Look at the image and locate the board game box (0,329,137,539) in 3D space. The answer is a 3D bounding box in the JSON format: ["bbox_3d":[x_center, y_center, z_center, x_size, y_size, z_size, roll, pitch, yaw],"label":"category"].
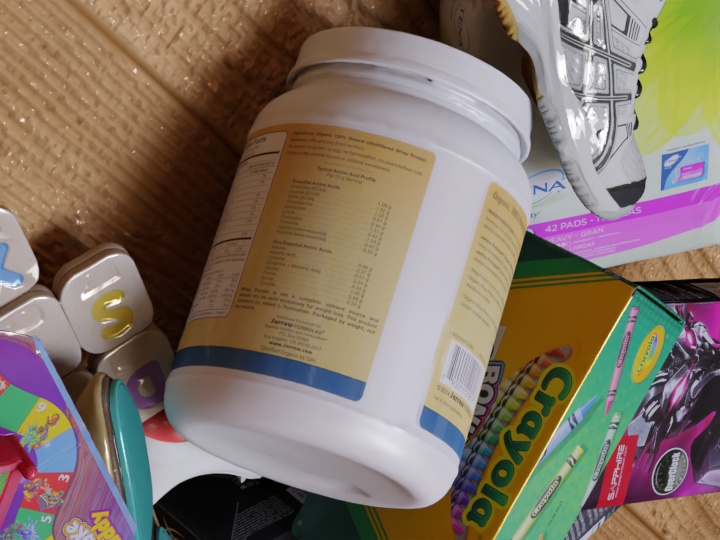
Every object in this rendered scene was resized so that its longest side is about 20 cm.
[{"bbox_3d":[-0.171,0.120,0.798,0.158,0.039,0.200,-32,130,-15],"label":"board game box"}]

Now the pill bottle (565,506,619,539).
[{"bbox_3d":[0.100,0.132,1.199,0.200,0.106,0.106,-39,139,-22],"label":"pill bottle"}]

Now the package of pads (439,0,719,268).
[{"bbox_3d":[0.121,-0.091,1.054,0.154,0.068,0.201,-11,128,-8],"label":"package of pads"}]

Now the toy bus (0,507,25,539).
[{"bbox_3d":[-0.220,0.055,0.799,0.078,0.065,0.200,-35,130,-12],"label":"toy bus"}]

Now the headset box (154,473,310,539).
[{"bbox_3d":[-0.043,0.195,1.111,0.148,0.075,0.201,-24,132,-35],"label":"headset box"}]

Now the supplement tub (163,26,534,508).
[{"bbox_3d":[0.000,0.000,0.928,0.145,0.144,0.201,40,63,-52],"label":"supplement tub"}]

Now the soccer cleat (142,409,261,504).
[{"bbox_3d":[-0.044,0.069,1.034,0.200,0.069,0.085,-17,135,-36],"label":"soccer cleat"}]

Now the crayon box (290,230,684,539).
[{"bbox_3d":[0.064,0.082,0.998,0.058,0.119,0.200,31,88,-48],"label":"crayon box"}]

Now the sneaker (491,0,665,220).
[{"bbox_3d":[0.118,-0.112,0.943,0.087,0.076,0.200,-23,126,4],"label":"sneaker"}]

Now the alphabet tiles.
[{"bbox_3d":[-0.179,0.071,0.890,0.200,0.015,0.196,-31,131,-16],"label":"alphabet tiles"}]

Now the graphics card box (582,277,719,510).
[{"bbox_3d":[0.170,0.070,1.131,0.199,0.051,0.126,-1,105,-40],"label":"graphics card box"}]

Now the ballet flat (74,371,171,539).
[{"bbox_3d":[-0.121,0.130,0.923,0.063,0.069,0.200,-9,132,4],"label":"ballet flat"}]
